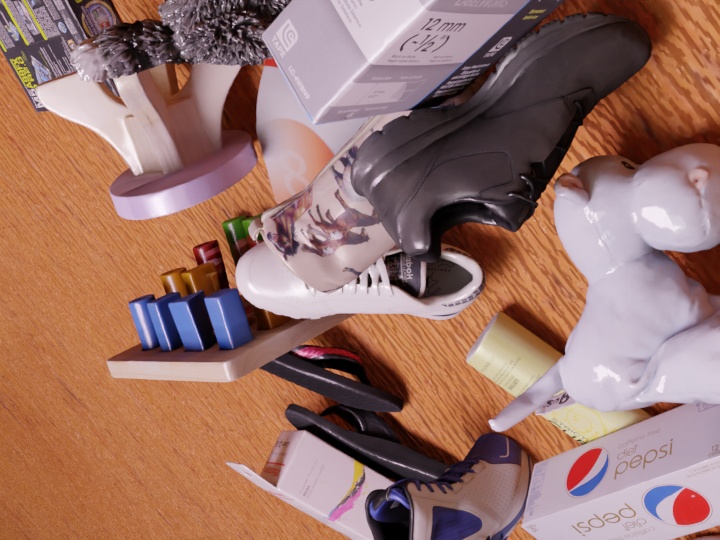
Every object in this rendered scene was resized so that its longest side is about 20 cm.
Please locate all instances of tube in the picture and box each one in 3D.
[{"bbox_3d":[0.180,0.110,0.835,0.199,0.052,0.058,35,-179,3],"label":"tube"}]

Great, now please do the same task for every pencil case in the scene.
[{"bbox_3d":[0.013,-0.068,0.724,0.200,0.078,0.089,-42,105,17],"label":"pencil case"}]

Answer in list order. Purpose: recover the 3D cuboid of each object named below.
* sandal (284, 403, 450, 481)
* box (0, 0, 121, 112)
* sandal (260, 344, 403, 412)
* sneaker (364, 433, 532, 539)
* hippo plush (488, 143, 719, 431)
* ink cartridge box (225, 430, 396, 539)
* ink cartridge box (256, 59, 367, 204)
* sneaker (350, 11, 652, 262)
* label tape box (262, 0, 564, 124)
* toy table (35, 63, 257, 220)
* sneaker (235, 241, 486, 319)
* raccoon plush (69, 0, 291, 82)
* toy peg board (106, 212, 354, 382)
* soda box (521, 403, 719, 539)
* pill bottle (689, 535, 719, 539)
[{"bbox_3d":[0.016,0.177,1.070,0.198,0.048,0.076,22,154,9],"label":"sandal"},{"bbox_3d":[-0.305,-0.255,0.977,0.159,0.044,0.202,2,125,45],"label":"box"},{"bbox_3d":[-0.044,0.091,1.014,0.197,0.046,0.075,23,159,-5],"label":"sandal"},{"bbox_3d":[0.072,0.208,0.907,0.115,0.200,0.080,46,141,-15],"label":"sneaker"},{"bbox_3d":[0.191,0.003,0.673,0.198,0.158,0.164,-12,86,34],"label":"hippo plush"},{"bbox_3d":[-0.036,0.225,1.078,0.198,0.068,0.116,31,163,-11],"label":"ink cartridge box"},{"bbox_3d":[-0.019,-0.129,0.803,0.160,0.050,0.202,16,138,35],"label":"ink cartridge box"},{"bbox_3d":[0.094,-0.075,0.622,0.092,0.198,0.076,61,-170,27],"label":"sneaker"},{"bbox_3d":[0.061,-0.166,0.555,0.199,0.142,0.067,-37,79,37],"label":"label tape box"},{"bbox_3d":[-0.164,-0.127,0.860,0.200,0.181,0.119,-134,25,-69],"label":"toy table"},{"bbox_3d":[0.000,0.000,0.809,0.080,0.196,0.078,147,122,-84],"label":"sneaker"},{"bbox_3d":[-0.110,-0.212,0.704,0.097,0.198,0.136,37,142,51],"label":"raccoon plush"},{"bbox_3d":[-0.112,0.014,0.926,0.198,0.198,0.099,-6,105,48],"label":"toy peg board"},{"bbox_3d":[0.220,0.164,0.791,0.068,0.064,0.199,39,136,-17],"label":"soda box"},{"bbox_3d":[0.316,0.329,0.852,0.111,0.112,0.202,-6,120,48],"label":"pill bottle"}]
